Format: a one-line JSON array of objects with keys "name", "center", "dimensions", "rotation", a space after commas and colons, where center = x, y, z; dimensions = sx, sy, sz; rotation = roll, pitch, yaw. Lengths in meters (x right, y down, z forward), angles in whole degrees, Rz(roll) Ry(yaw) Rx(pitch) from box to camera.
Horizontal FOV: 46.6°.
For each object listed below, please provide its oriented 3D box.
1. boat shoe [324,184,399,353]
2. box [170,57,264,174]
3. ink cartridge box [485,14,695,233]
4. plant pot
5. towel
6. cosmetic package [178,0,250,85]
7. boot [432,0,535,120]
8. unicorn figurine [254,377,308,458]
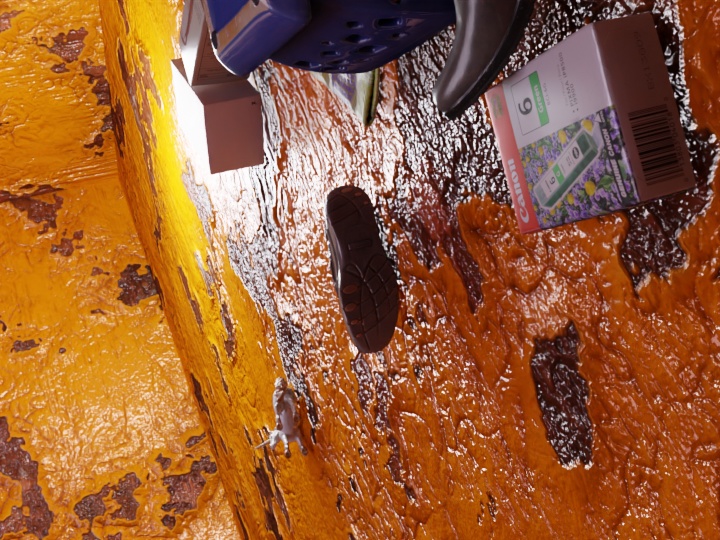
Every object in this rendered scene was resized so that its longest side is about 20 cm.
[{"name": "boat shoe", "center": [0.000, 0.000, 1.010], "dimensions": [0.073, 0.073, 0.203], "rotation": [130, 132, -77]}, {"name": "box", "center": [-0.239, -0.267, 1.398], "dimensions": [0.200, 0.096, 0.126], "rotation": [-129, 32, -47]}, {"name": "ink cartridge box", "center": [0.135, -0.087, 0.586], "dimensions": [0.200, 0.050, 0.111], "rotation": [163, 92, -69]}, {"name": "plant pot", "center": [-0.043, -0.285, 0.734], "dimensions": [0.199, 0.178, 0.203], "rotation": [-5, 98, 64]}, {"name": "towel", "center": [-0.028, -0.265, 0.955], "dimensions": [0.200, 0.022, 0.145], "rotation": [-128, 31, -47]}, {"name": "cosmetic package", "center": [-0.205, -0.365, 1.239], "dimensions": [0.200, 0.102, 0.088], "rotation": [135, 120, -65]}, {"name": "boot", "center": [0.062, -0.211, 0.550], "dimensions": [0.201, 0.129, 0.068], "rotation": [-61, 5, 35]}, {"name": "unicorn figurine", "center": [-0.142, 0.290, 1.573], "dimensions": [0.138, 0.073, 0.203], "rotation": [-124, 41, -62]}]
